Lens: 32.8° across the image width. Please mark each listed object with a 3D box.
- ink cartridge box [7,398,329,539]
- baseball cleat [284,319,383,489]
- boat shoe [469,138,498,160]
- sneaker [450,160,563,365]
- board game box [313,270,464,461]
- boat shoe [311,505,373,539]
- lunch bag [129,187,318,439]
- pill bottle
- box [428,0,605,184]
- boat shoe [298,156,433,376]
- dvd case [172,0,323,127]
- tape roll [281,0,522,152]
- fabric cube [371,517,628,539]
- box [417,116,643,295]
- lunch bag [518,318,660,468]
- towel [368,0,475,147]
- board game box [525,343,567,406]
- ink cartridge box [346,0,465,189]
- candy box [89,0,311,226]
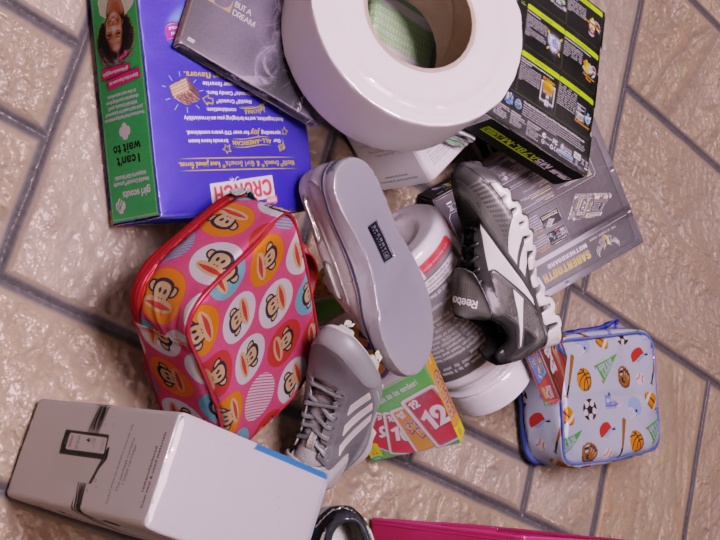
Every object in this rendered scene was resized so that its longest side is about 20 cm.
[{"bbox_3d":[-0.147,0.160,0.918,0.146,0.200,0.085,29,69,-37],"label":"ink cartridge box"},{"bbox_3d":[-0.028,0.135,1.071,0.106,0.070,0.200,-47,151,-29],"label":"baseball cleat"},{"bbox_3d":[0.157,-0.142,1.329,0.076,0.060,0.200,-40,113,-38],"label":"boat shoe"},{"bbox_3d":[0.116,0.001,1.113,0.090,0.066,0.200,-32,110,-24],"label":"sneaker"},{"bbox_3d":[0.018,0.084,1.144,0.200,0.095,0.030,67,23,-19],"label":"board game box"},{"bbox_3d":[-0.014,0.314,1.100,0.075,0.060,0.201,-9,86,-16],"label":"boat shoe"},{"bbox_3d":[-0.097,0.038,1.011,0.176,0.082,0.200,-46,146,-35],"label":"lunch bag"},{"bbox_3d":[0.080,0.044,1.202,0.200,0.114,0.114,53,54,-26],"label":"pill bottle"},{"bbox_3d":[0.156,-0.210,1.194,0.200,0.047,0.194,24,64,-37],"label":"box"},{"bbox_3d":[0.000,0.000,1.063,0.071,0.070,0.200,-36,110,-38],"label":"boat shoe"},{"bbox_3d":[-0.070,-0.242,1.049,0.149,0.016,0.200,27,65,-32],"label":"dvd case"},{"bbox_3d":[0.036,-0.206,1.042,0.202,0.071,0.203,6,75,-23],"label":"tape roll"},{"bbox_3d":[0.135,0.347,1.166,0.200,0.196,0.200,14,76,-42],"label":"fabric cube"},{"bbox_3d":[0.182,-0.055,1.291,0.200,0.048,0.159,-30,108,-9],"label":"box"},{"bbox_3d":[0.262,0.138,1.392,0.200,0.075,0.161,-2,85,-43],"label":"lunch bag"},{"bbox_3d":[0.068,-0.232,1.160,0.149,0.031,0.201,21,71,-41],"label":"towel"},{"bbox_3d":[0.162,0.025,1.224,0.200,0.019,0.103,66,22,-17],"label":"board game box"},{"bbox_3d":[0.036,-0.203,1.204,0.146,0.086,0.200,-47,115,-36],"label":"ink cartridge box"},{"bbox_3d":[-0.133,-0.142,1.046,0.169,0.077,0.201,-5,88,-44],"label":"candy box"}]
